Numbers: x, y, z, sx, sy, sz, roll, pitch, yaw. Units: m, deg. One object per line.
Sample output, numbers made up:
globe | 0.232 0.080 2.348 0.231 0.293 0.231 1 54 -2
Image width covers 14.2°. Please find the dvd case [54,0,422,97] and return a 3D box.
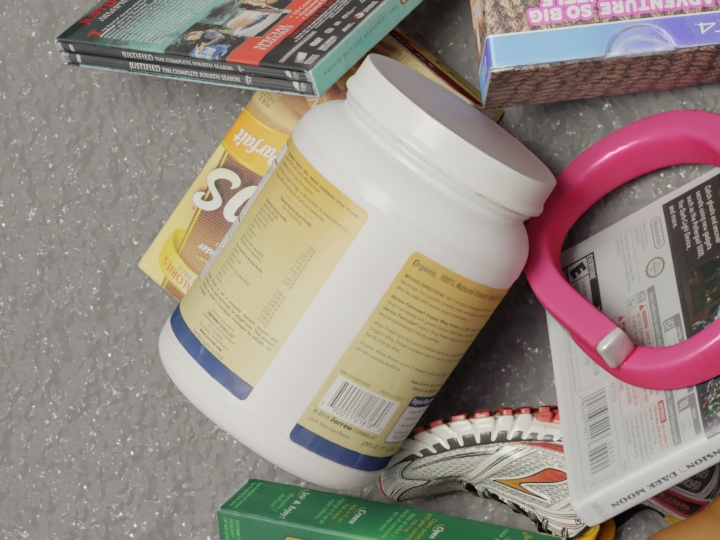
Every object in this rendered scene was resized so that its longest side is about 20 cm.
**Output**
dvd case | -0.056 -0.153 1.621 0.199 0.146 0.022 11 133 39

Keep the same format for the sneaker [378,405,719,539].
sneaker | 0.101 0.114 1.570 0.199 0.078 0.083 -4 85 25

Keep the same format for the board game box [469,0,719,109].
board game box | 0.133 -0.200 1.540 0.159 0.097 0.201 -6 82 -1

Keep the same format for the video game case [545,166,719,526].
video game case | 0.181 0.023 1.503 0.181 0.023 0.200 -30 33 20

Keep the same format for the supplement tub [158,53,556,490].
supplement tub | 0.000 0.000 1.542 0.144 0.144 0.200 40 103 23

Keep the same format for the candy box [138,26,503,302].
candy box | -0.024 -0.046 1.655 0.115 0.055 0.200 40 102 21

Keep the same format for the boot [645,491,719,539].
boot | 0.216 0.076 1.499 0.199 0.077 0.156 -20 73 4

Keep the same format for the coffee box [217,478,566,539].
coffee box | 0.020 0.191 1.597 0.199 0.044 0.123 7 116 27

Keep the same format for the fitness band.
fitness band | 0.162 -0.015 1.514 0.144 0.037 0.200 -42 33 0
